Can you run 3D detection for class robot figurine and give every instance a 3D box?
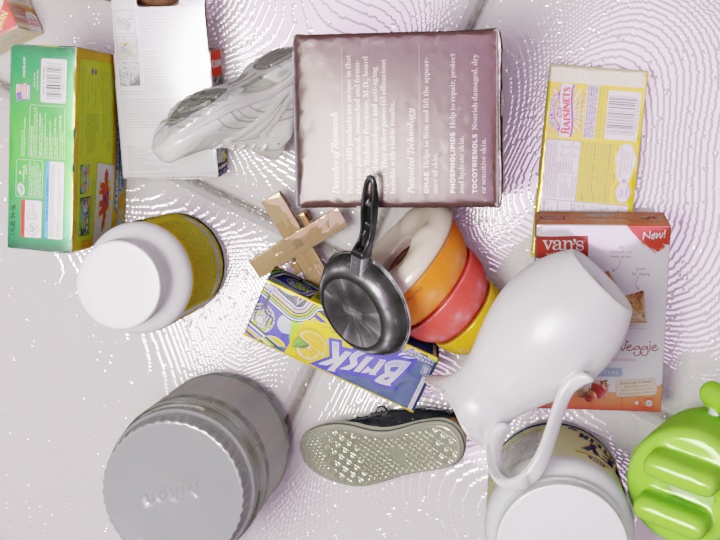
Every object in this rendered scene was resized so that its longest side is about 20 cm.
[{"bbox_3d":[0.335,0.200,1.064,0.115,0.199,0.177,15,102,29],"label":"robot figurine"}]

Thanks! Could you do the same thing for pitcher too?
[{"bbox_3d":[0.171,0.094,1.018,0.121,0.172,0.200,28,113,-40],"label":"pitcher"}]

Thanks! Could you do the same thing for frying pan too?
[{"bbox_3d":[0.012,0.012,1.025,0.115,0.031,0.191,44,140,15],"label":"frying pan"}]

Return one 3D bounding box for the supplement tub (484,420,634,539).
[{"bbox_3d":[0.197,0.243,1.080,0.143,0.200,0.147,1,97,8],"label":"supplement tub"}]

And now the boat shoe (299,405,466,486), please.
[{"bbox_3d":[0.027,0.188,1.171,0.198,0.062,0.075,-11,100,25],"label":"boat shoe"}]

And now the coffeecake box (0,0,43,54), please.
[{"bbox_3d":[-0.464,-0.323,1.174,0.152,0.073,0.202,-23,94,9],"label":"coffeecake box"}]

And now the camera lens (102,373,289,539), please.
[{"bbox_3d":[-0.167,0.202,1.128,0.158,0.200,0.162,1,97,8],"label":"camera lens"}]

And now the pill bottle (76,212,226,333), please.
[{"bbox_3d":[-0.215,0.002,1.112,0.111,0.200,0.114,1,97,8],"label":"pill bottle"}]

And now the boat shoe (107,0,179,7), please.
[{"bbox_3d":[-0.277,-0.329,1.136,0.198,0.072,0.076,13,61,0],"label":"boat shoe"}]

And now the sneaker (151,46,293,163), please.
[{"bbox_3d":[-0.119,-0.150,1.110,0.199,0.078,0.100,-32,119,-20],"label":"sneaker"}]

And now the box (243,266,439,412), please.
[{"bbox_3d":[-0.018,0.072,1.140,0.198,0.064,0.071,24,105,-3],"label":"box"}]

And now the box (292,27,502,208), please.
[{"bbox_3d":[0.044,-0.150,1.073,0.198,0.166,0.166,0,98,9],"label":"box"}]

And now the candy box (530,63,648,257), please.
[{"bbox_3d":[0.238,-0.110,1.121,0.101,0.026,0.202,6,98,9],"label":"candy box"}]

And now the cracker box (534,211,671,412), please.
[{"bbox_3d":[0.245,0.042,1.107,0.132,0.058,0.202,0,106,9],"label":"cracker box"}]

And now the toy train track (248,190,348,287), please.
[{"bbox_3d":[-0.045,0.004,1.175,0.114,0.033,0.201,-29,99,10],"label":"toy train track"}]

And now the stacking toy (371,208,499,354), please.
[{"bbox_3d":[0.099,0.041,1.126,0.200,0.146,0.146,42,101,-16],"label":"stacking toy"}]

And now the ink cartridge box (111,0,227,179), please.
[{"bbox_3d":[-0.204,-0.201,1.150,0.108,0.050,0.202,0,104,7],"label":"ink cartridge box"}]

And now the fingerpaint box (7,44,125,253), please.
[{"bbox_3d":[-0.304,-0.128,1.126,0.072,0.167,0.202,4,98,6],"label":"fingerpaint box"}]
